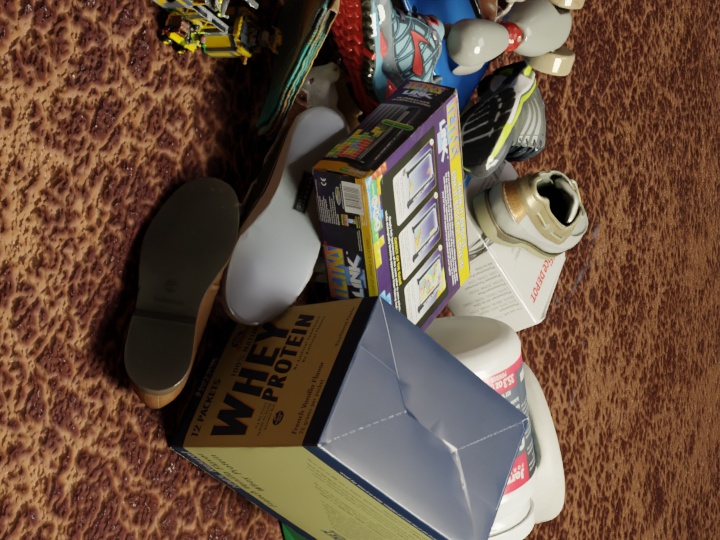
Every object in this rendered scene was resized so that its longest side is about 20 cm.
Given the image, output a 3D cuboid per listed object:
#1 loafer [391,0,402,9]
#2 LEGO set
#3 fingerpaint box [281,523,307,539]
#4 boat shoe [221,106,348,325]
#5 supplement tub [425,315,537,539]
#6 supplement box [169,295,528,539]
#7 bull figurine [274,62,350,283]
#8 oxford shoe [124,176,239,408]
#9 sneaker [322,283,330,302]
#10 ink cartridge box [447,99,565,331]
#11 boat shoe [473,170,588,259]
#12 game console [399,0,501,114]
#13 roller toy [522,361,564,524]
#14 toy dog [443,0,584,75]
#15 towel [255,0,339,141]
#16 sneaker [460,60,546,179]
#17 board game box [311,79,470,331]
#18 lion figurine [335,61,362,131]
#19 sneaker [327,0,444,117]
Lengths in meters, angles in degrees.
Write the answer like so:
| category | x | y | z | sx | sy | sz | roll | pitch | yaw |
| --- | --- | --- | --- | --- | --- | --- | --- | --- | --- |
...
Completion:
| category | x | y | z | sx | sy | sz | roll | pitch | yaw |
| --- | --- | --- | --- | --- | --- | --- | --- | --- | --- |
| loafer | 0.041 | -0.238 | 1.463 | 0.072 | 0.062 | 0.201 | -65 | 146 | -35 |
| LEGO set | -0.084 | -0.269 | 1.163 | 0.154 | 0.115 | 0.201 | 42 | 57 | -56 |
| fingerpaint box | 0.004 | 0.224 | 1.436 | 0.200 | 0.073 | 0.168 | -45 | 132 | -51 |
| boat shoe | -0.073 | -0.045 | 1.218 | 0.073 | 0.068 | 0.201 | 23 | 73 | -23 |
| supplement tub | 0.095 | 0.156 | 1.376 | 0.140 | 0.140 | 0.201 | -35 | 120 | -56 |
| supplement box | -0.009 | 0.136 | 1.200 | 0.200 | 0.199 | 0.135 | 40 | 60 | -30 |
| bull figurine | -0.037 | -0.084 | 1.304 | 0.121 | 0.065 | 0.201 | 21 | 81 | -15 |
| oxford shoe | -0.148 | 0.016 | 1.156 | 0.071 | 0.071 | 0.201 | 106 | 0 | -63 |
| sneaker | 0.000 | 0.000 | 1.412 | 0.080 | 0.086 | 0.201 | 44 | 31 | -26 |
| ink cartridge box | 0.114 | -0.047 | 1.454 | 0.201 | 0.084 | 0.146 | 57 | 32 | -17 |
| boat shoe | 0.188 | -0.057 | 1.426 | 0.200 | 0.068 | 0.075 | -3 | 70 | -59 |
| game console | 0.055 | -0.277 | 1.427 | 0.118 | 0.171 | 0.201 | -36 | 124 | -16 |
| roller toy | 0.143 | 0.194 | 1.557 | 0.183 | 0.139 | 0.201 | -111 | -170 | -58 |
| toy dog | 0.136 | -0.241 | 1.377 | 0.200 | 0.096 | 0.133 | 12 | 103 | -57 |
| towel | -0.044 | -0.218 | 1.203 | 0.200 | 0.022 | 0.148 | 126 | -24 | -59 |
| sneaker | 0.149 | -0.139 | 1.421 | 0.081 | 0.074 | 0.200 | 57 | 34 | -18 |
| board game box | 0.032 | -0.040 | 1.256 | 0.165 | 0.056 | 0.201 | -47 | 141 | -45 |
| lion figurine | -0.006 | -0.175 | 1.376 | 0.122 | 0.072 | 0.201 | 31 | 71 | -48 |
| sneaker | 0.026 | -0.210 | 1.278 | 0.095 | 0.079 | 0.200 | -39 | 154 | -11 |
